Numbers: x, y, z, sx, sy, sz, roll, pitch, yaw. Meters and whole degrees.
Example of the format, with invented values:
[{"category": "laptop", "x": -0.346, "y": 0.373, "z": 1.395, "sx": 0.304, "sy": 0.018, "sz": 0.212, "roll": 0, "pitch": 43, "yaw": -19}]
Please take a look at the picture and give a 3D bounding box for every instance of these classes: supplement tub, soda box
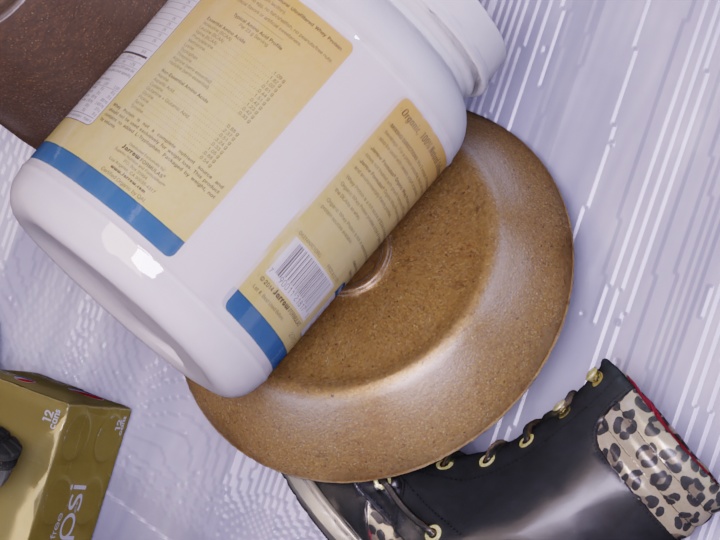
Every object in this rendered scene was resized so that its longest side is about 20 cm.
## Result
[{"category": "supplement tub", "x": -0.044, "y": -0.060, "z": 1.225, "sx": 0.144, "sy": 0.145, "sz": 0.200, "roll": 37, "pitch": 80, "yaw": 21}, {"category": "soda box", "x": -0.183, "y": 0.152, "z": 1.368, "sx": 0.064, "sy": 0.068, "sz": 0.201, "roll": 18, "pitch": 92, "yaw": 23}]

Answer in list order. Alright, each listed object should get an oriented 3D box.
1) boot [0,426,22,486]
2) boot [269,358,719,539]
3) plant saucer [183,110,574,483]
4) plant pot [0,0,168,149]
[{"category": "boot", "x": -0.260, "y": 0.113, "z": 1.332, "sx": 0.199, "sy": 0.068, "sz": 0.131, "roll": 15, "pitch": 90, "yaw": 26}, {"category": "boot", "x": 0.059, "y": 0.090, "z": 1.277, "sx": 0.154, "sy": 0.073, "sz": 0.204, "roll": -44, "pitch": 67, "yaw": 6}, {"category": "plant saucer", "x": 0.000, "y": 0.000, "z": 1.285, "sx": 0.199, "sy": 0.035, "sz": 0.201, "roll": -9, "pitch": 61, "yaw": 16}, {"category": "plant pot", "x": -0.140, "y": -0.140, "z": 1.304, "sx": 0.186, "sy": 0.200, "sz": 0.188, "roll": -2, "pitch": 85, "yaw": 22}]
